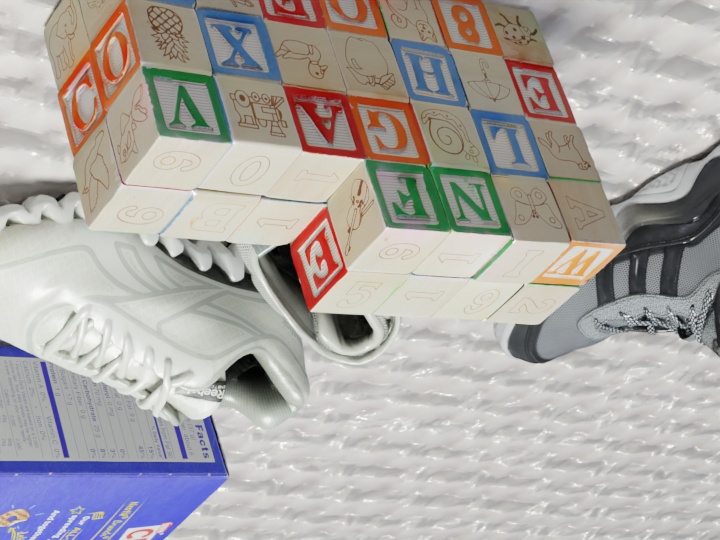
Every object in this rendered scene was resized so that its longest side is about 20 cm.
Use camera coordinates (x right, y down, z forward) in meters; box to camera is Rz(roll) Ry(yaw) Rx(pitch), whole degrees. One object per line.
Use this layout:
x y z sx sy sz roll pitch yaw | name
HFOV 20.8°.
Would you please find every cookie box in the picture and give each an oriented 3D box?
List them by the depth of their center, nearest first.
-0.192 0.108 0.944 0.199 0.076 0.171 5 145 -37 | cookie box

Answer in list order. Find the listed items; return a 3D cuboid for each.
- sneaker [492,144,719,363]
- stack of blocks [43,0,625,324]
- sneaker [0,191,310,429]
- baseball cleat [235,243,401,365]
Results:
0.157 0.020 0.951 0.199 0.115 0.075 -32 149 25 | sneaker
-0.008 -0.048 0.726 0.199 0.116 0.059 5 145 -36 | stack of blocks
-0.097 0.021 0.840 0.199 0.082 0.075 11 143 -41 | sneaker
0.000 0.000 0.828 0.070 0.107 0.199 -36 150 23 | baseball cleat
